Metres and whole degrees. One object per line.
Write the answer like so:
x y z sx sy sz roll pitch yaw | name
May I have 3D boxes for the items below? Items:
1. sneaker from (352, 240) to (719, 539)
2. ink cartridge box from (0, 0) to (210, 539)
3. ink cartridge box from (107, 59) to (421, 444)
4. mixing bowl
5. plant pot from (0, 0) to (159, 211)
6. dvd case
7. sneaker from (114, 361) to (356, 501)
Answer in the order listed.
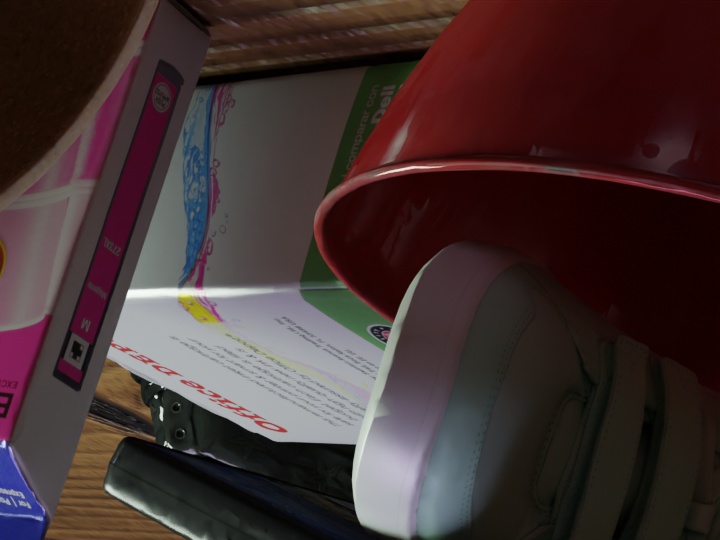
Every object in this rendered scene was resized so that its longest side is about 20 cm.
0.079 0.049 0.601 0.118 0.074 0.200 16 175 25 | sneaker
-0.119 0.006 0.812 0.095 0.200 0.037 4 160 33 | ink cartridge box
0.000 0.000 0.883 0.200 0.084 0.145 -2 156 46 | ink cartridge box
0.098 -0.031 0.645 0.200 0.109 0.200 15 163 5 | mixing bowl
-0.169 -0.110 0.566 0.200 0.187 0.186 20 169 41 | plant pot
0.048 0.090 0.638 0.143 0.018 0.200 22 180 38 | dvd case
-0.069 0.043 1.054 0.199 0.104 0.060 14 164 7 | sneaker
